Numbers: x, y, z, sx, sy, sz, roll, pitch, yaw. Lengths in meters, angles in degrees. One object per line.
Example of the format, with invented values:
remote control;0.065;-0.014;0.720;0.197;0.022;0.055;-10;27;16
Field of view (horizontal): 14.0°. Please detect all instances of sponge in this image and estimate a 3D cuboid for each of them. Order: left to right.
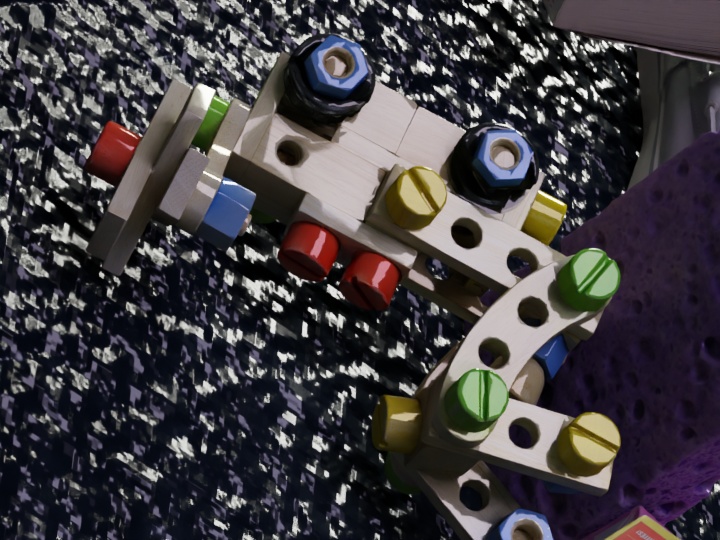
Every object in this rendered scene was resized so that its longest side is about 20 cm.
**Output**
sponge;0.115;0.013;0.955;0.030;0.200;0.112;25;42;-35

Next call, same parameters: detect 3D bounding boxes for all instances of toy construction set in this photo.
toy construction set;0.000;0.000;0.932;0.200;0.092;0.132;35;63;-18

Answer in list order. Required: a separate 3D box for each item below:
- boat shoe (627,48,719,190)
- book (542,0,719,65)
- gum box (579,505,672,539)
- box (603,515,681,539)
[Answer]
boat shoe;0.152;-0.068;1.193;0.072;0.068;0.200;45;35;-16
book;0.114;-0.167;1.189;0.133;0.048;0.201;6;43;-22
gum box;0.088;0.184;0.894;0.113;0.066;0.200;42;36;-18
box;0.035;0.143;0.798;0.199;0.050;0.075;-26;49;-37
